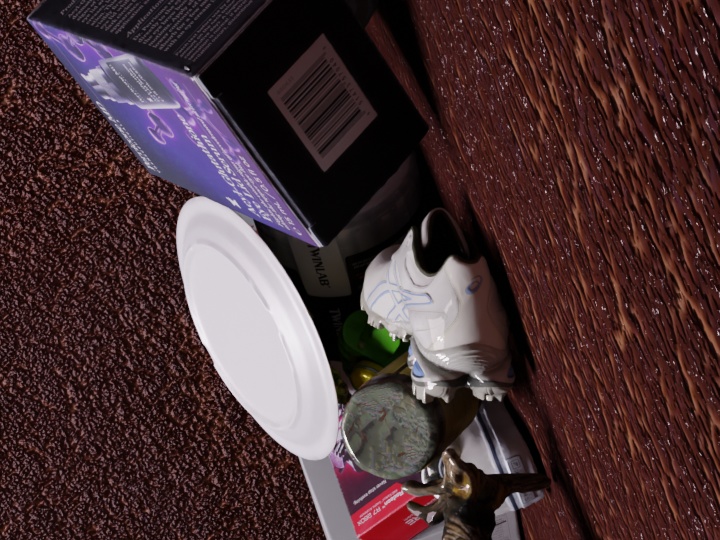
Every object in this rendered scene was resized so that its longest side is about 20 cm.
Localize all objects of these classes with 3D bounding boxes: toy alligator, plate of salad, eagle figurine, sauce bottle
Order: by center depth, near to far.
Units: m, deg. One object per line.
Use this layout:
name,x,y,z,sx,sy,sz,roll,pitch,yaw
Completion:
eagle figurine,0.086,0.203,1.070,0.151,0.152,0.200,119,140,-59
sauce bottle,0.044,0.080,1.194,0.065,0.065,0.200,71,-160,-2
toy alligator,0.015,0.076,1.298,0.054,0.059,0.200,22,154,20
plate of salad,-0.065,0.037,1.299,0.200,0.048,0.200,43,148,36

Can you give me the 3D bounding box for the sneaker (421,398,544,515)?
sneaker,0.071,0.120,1.293,0.200,0.071,0.073,-118,9,-81

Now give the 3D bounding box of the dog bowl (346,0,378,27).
dog bowl,-0.071,-0.206,1.177,0.200,0.059,0.200,38,163,14

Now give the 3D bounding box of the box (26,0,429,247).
box,-0.081,-0.119,1.131,0.200,0.104,0.148,23,156,50

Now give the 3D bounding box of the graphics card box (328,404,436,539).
graphics card box,0.027,0.102,1.473,0.051,0.125,0.200,27,-146,-45

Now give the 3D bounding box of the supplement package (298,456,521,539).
supplement package,0.044,0.204,1.585,0.200,0.151,0.152,75,174,-55

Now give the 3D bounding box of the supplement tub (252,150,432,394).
supplement tub,0.000,0.000,1.342,0.123,0.122,0.200,-113,4,-49

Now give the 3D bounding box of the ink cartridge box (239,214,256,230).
ink cartridge box,-0.063,-0.097,1.653,0.083,0.147,0.200,73,178,-64

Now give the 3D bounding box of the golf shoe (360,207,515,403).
golf shoe,0.050,0.003,1.139,0.200,0.078,0.097,-129,37,-67
